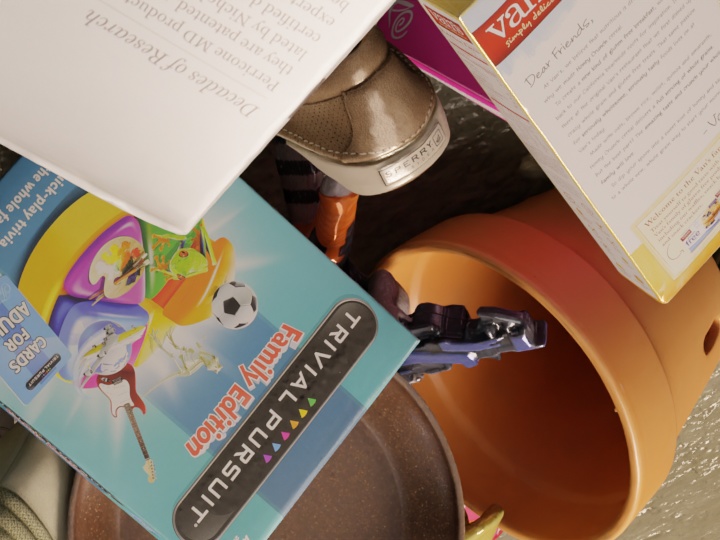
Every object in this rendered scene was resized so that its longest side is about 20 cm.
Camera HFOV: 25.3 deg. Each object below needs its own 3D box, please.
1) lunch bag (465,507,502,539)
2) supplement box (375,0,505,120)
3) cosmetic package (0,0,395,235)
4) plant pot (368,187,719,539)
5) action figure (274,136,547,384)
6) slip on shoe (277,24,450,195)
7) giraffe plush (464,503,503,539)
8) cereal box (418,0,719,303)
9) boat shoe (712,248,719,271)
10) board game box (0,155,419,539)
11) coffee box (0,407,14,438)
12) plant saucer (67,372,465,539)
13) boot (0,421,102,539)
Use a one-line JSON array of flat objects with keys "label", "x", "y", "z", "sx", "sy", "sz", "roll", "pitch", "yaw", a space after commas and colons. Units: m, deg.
[{"label": "lunch bag", "x": 0.008, "y": 0.118, "z": 1.051, "sx": 0.199, "sy": 0.082, "sz": 0.177, "roll": -6, "pitch": 134, "yaw": -14}, {"label": "supplement box", "x": 0.119, "y": -0.098, "z": 0.745, "sx": 0.199, "sy": 0.103, "sz": 0.102, "roll": 24, "pitch": 98, "yaw": -44}, {"label": "cosmetic package", "x": -0.079, "y": -0.160, "z": 0.609, "sx": 0.164, "sy": 0.165, "sz": 0.200, "roll": 28, "pitch": 122, "yaw": -29}, {"label": "plant pot", "x": 0.117, "y": 0.039, "z": 0.925, "sx": 0.140, "sy": 0.200, "sz": 0.201, "roll": -36, "pitch": 151, "yaw": -34}, {"label": "action figure", "x": 0.000, "y": 0.000, "z": 0.853, "sx": 0.199, "sy": 0.105, "sz": 0.194, "roll": -6, "pitch": 129, "yaw": 19}, {"label": "slip on shoe", "x": -0.034, "y": -0.093, "z": 0.716, "sx": 0.076, "sy": 0.200, "sz": 0.061, "roll": -38, "pitch": 124, "yaw": -8}, {"label": "giraffe plush", "x": -0.005, "y": 0.160, "z": 0.928, "sx": 0.161, "sy": 0.172, "sz": 0.201, "roll": -19, "pitch": 103, "yaw": -19}, {"label": "cereal box", "x": 0.124, "y": -0.096, "z": 0.653, "sx": 0.144, "sy": 0.040, "sz": 0.200, "roll": -45, "pitch": 132, "yaw": -3}, {"label": "boat shoe", "x": 0.231, "y": -0.032, "z": 0.948, "sx": 0.066, "sy": 0.072, "sz": 0.201, "roll": -8, "pitch": 164, "yaw": -28}, {"label": "board game box", "x": -0.094, "y": 0.026, "z": 0.753, "sx": 0.200, "sy": 0.047, "sz": 0.151, "roll": 41, "pitch": 74, "yaw": -10}, {"label": "coffee box", "x": -0.293, "y": 0.127, "z": 0.897, "sx": 0.199, "sy": 0.113, "sz": 0.080, "roll": 12, "pitch": 131, "yaw": -33}, {"label": "plant saucer", "x": -0.047, "y": 0.128, "z": 0.810, "sx": 0.199, "sy": 0.202, "sz": 0.037, "roll": -11, "pitch": 175, "yaw": -12}, {"label": "boot", "x": -0.159, "y": 0.139, "z": 0.852, "sx": 0.072, "sy": 0.155, "sz": 0.201, "roll": 9, "pitch": 139, "yaw": 11}]
